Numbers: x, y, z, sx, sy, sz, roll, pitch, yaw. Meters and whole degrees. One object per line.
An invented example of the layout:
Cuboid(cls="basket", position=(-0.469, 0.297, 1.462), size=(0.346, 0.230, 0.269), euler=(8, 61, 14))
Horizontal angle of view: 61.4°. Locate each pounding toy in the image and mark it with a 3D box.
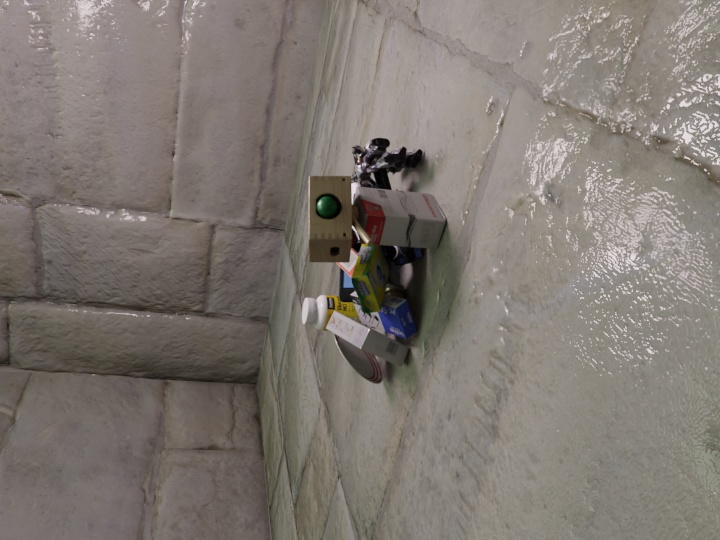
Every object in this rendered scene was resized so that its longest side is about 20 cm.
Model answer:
Cuboid(cls="pounding toy", position=(-0.051, -0.112, 1.411), size=(0.200, 0.139, 0.187), euler=(103, 167, -71))

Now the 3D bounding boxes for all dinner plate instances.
Cuboid(cls="dinner plate", position=(-0.010, 0.241, 1.711), size=(0.024, 0.200, 0.201), euler=(-42, 31, 14))

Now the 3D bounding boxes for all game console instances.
Cuboid(cls="game console", position=(0.011, -0.013, 1.853), size=(0.118, 0.167, 0.204), euler=(60, -150, -72))

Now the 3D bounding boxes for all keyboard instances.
Cuboid(cls="keyboard", position=(0.083, -0.184, 1.667), size=(0.127, 0.020, 0.203), euler=(24, 136, 61))

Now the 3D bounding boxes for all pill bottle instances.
Cuboid(cls="pill bottle", position=(-0.084, 0.139, 1.960), size=(0.112, 0.196, 0.115), euler=(-174, 90, -73))

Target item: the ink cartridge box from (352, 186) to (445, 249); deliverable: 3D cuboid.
Cuboid(cls="ink cartridge box", position=(0.089, -0.128, 1.474), size=(0.148, 0.196, 0.084), euler=(-108, 26, -54))

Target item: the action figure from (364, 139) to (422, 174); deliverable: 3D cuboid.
Cuboid(cls="action figure", position=(0.080, -0.310, 1.678), size=(0.199, 0.129, 0.070), euler=(16, 87, 58))

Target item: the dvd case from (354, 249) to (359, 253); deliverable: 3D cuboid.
Cuboid(cls="dvd case", position=(-0.020, -0.150, 1.813), size=(0.016, 0.147, 0.203), euler=(-31, 54, 50))

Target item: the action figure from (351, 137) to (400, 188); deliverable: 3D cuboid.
Cuboid(cls="action figure", position=(0.021, -0.281, 1.609), size=(0.199, 0.069, 0.132), euler=(-29, 83, 59))

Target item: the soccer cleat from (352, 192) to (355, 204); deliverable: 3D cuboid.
Cuboid(cls="soccer cleat", position=(0.041, -0.144, 1.596), size=(0.200, 0.064, 0.084), euler=(40, 156, 42))

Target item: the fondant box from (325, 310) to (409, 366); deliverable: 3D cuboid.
Cuboid(cls="fondant box", position=(0.016, 0.179, 1.614), size=(0.199, 0.143, 0.059), euler=(18, 81, 58))

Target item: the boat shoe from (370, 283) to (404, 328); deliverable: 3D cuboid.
Cuboid(cls="boat shoe", position=(0.067, 0.114, 1.682), size=(0.201, 0.074, 0.073), euler=(116, 152, -52))

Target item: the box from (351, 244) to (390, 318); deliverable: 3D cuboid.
Cuboid(cls="box", position=(0.026, 0.015, 1.528), size=(0.201, 0.048, 0.119), euler=(-71, -33, -50))

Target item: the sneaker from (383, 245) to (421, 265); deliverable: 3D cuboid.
Cuboid(cls="sneaker", position=(0.090, -0.072, 1.609), size=(0.200, 0.077, 0.071), euler=(-130, 21, -61))

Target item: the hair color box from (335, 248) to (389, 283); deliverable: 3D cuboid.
Cuboid(cls="hair color box", position=(0.000, 0.000, 1.698), size=(0.064, 0.200, 0.111), euler=(-49, 61, 2))

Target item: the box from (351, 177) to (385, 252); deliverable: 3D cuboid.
Cuboid(cls="box", position=(0.031, -0.147, 1.756), size=(0.078, 0.141, 0.203), euler=(-16, 63, 30))

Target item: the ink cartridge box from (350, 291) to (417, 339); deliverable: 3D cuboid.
Cuboid(cls="ink cartridge box", position=(0.058, 0.108, 1.582), size=(0.199, 0.044, 0.095), euler=(14, 132, 53))
